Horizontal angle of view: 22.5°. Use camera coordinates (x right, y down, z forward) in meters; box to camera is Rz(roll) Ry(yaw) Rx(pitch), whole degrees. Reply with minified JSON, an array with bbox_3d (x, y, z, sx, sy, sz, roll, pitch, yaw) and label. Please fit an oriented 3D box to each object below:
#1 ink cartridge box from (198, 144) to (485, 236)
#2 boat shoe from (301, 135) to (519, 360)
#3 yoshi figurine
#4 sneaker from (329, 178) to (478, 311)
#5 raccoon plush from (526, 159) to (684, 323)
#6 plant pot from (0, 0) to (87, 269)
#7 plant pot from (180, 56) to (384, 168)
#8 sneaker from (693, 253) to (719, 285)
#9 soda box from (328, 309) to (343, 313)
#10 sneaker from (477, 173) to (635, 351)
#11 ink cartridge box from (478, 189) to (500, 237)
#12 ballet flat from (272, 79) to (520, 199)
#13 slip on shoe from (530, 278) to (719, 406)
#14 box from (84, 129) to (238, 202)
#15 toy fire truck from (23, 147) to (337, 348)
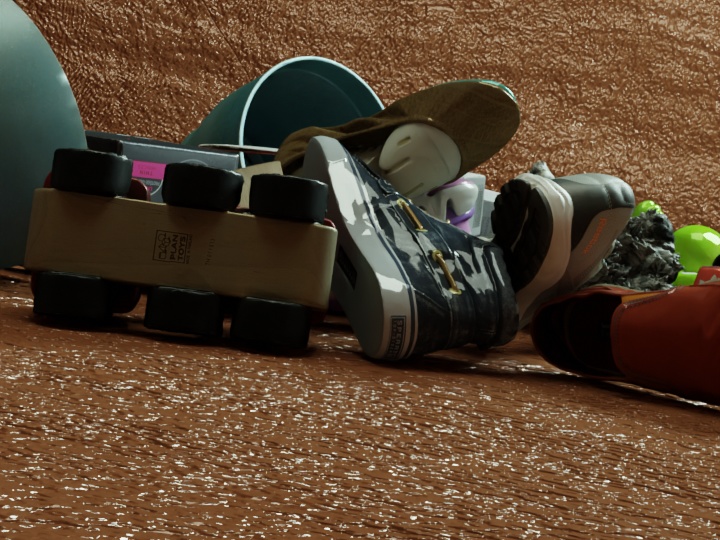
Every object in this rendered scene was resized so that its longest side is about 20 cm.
[{"bbox_3d":[-0.013,-0.059,1.335,0.199,0.051,0.109,7,4,11],"label":"ink cartridge box"},{"bbox_3d":[0.026,-0.014,1.111,0.090,0.071,0.201,-1,36,-20],"label":"boat shoe"},{"bbox_3d":[0.248,-0.005,1.610,0.199,0.113,0.112,15,1,43],"label":"yoshi figurine"},{"bbox_3d":[-0.006,0.003,1.221,0.199,0.089,0.080,-16,11,-11],"label":"sneaker"},{"bbox_3d":[0.129,0.002,1.275,0.133,0.097,0.200,24,-31,-20],"label":"raccoon plush"},{"bbox_3d":[-0.294,-0.079,1.189,0.199,0.201,0.134,11,29,42],"label":"plant pot"},{"bbox_3d":[-0.094,-0.101,1.864,0.199,0.202,0.187,4,-11,-38],"label":"plant pot"},{"bbox_3d":[0.273,0.029,1.257,0.075,0.085,0.200,9,4,24],"label":"sneaker"},{"bbox_3d":[0.000,0.000,1.335,0.199,0.064,0.071,8,4,24],"label":"soda box"},{"bbox_3d":[0.111,-0.004,1.132,0.079,0.074,0.200,-12,-15,-19],"label":"sneaker"},{"bbox_3d":[0.161,-0.025,1.450,0.199,0.057,0.162,11,5,16],"label":"ink cartridge box"},{"bbox_3d":[0.013,-0.073,1.198,0.199,0.068,0.072,-8,32,37],"label":"ballet flat"},{"bbox_3d":[0.173,0.040,1.034,0.061,0.075,0.199,-5,5,-35],"label":"slip on shoe"},{"bbox_3d":[-0.212,-0.067,1.608,0.122,0.107,0.200,4,5,-36],"label":"box"},{"bbox_3d":[-0.101,-0.022,1.107,0.175,0.130,0.200,7,-5,0],"label":"toy fire truck"}]
